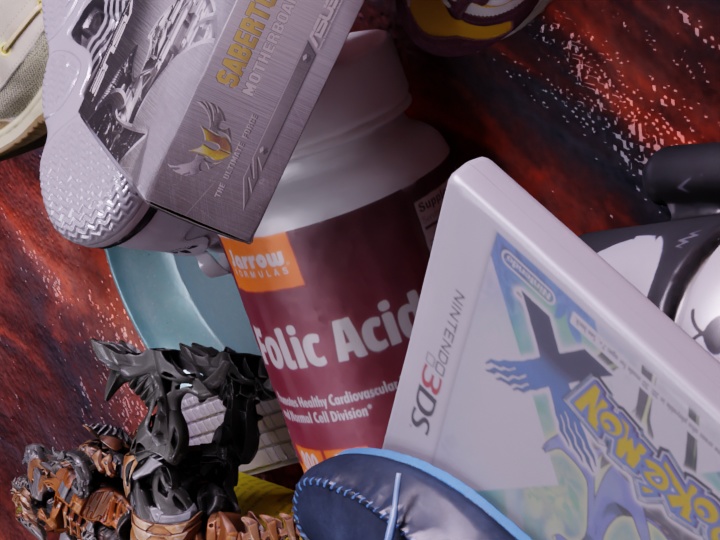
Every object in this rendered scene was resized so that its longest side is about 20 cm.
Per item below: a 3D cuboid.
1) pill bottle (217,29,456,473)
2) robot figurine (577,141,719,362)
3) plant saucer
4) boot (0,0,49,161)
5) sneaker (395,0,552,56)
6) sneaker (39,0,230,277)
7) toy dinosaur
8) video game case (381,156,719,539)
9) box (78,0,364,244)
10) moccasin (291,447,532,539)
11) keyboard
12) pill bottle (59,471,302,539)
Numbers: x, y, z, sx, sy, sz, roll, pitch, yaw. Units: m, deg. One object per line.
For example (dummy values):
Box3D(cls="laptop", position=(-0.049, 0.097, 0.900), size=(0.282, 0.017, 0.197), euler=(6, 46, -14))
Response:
Box3D(cls="pill bottle", position=(0.000, 0.000, 0.987), size=(0.114, 0.114, 0.201), euler=(1, 114, 54))
Box3D(cls="robot figurine", position=(0.128, 0.041, 0.826), size=(0.200, 0.125, 0.151), euler=(-6, 114, 56))
Box3D(cls="plant saucer", position=(-0.071, 0.000, 1.161), size=(0.200, 0.036, 0.201), euler=(33, 137, 37))
Box3D(cls="boot", position=(-0.194, -0.145, 1.154), size=(0.200, 0.072, 0.155), euler=(-27, 90, 52))
Box3D(cls="sneaker", position=(0.046, -0.137, 0.844), size=(0.075, 0.090, 0.200), euler=(57, 147, 8))
Box3D(cls="sneaker", position=(-0.092, -0.095, 1.039), size=(0.075, 0.115, 0.201), euler=(-12, 66, 35))
Box3D(cls="toy dinosaur", position=(-0.090, 0.107, 1.093), size=(0.199, 0.102, 0.137), euler=(8, 91, 13))
Box3D(cls="video game case", position=(0.089, 0.083, 0.781), size=(0.200, 0.022, 0.183), euler=(43, 146, 24))
Box3D(cls="box", position=(-0.041, -0.126, 0.863), size=(0.201, 0.048, 0.158), euler=(-64, 21, 9))
Box3D(cls="moccasin", position=(0.035, 0.130, 0.812), size=(0.200, 0.068, 0.081), euler=(28, 137, 42))
Box3D(cls="keyboard", position=(-0.052, 0.079, 1.150), size=(0.200, 0.011, 0.057), euler=(-22, 95, 58))
Box3D(cls="pill bottle", position=(-0.056, 0.166, 1.160), size=(0.199, 0.104, 0.105), euler=(16, 128, 24))
